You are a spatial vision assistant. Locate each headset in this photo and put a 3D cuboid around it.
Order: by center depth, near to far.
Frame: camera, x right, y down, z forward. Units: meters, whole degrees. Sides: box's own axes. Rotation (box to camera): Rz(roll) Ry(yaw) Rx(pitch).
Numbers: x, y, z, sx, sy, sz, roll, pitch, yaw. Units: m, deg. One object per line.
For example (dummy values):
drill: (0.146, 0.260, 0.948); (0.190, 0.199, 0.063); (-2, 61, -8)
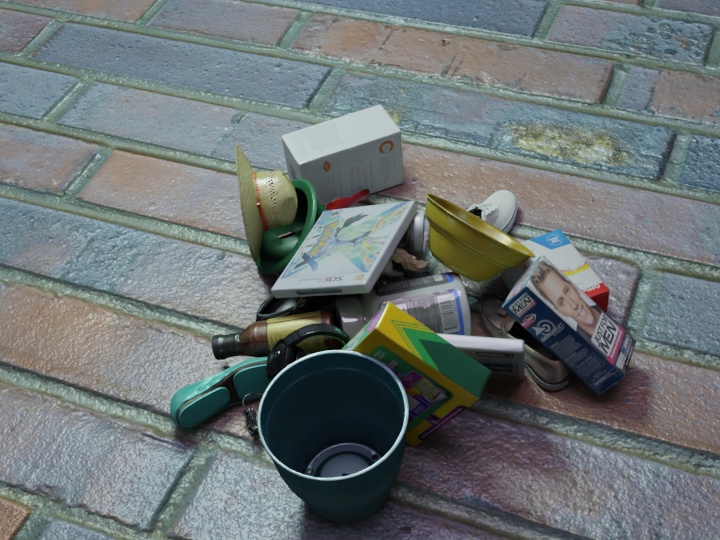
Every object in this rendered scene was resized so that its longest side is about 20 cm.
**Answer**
headset: (-0.094, 0.168, 1.597); (0.200, 0.124, 0.094); (-36, 30, 6)

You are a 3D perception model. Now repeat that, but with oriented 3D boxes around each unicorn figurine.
unicorn figurine: (0.000, 0.000, 1.706); (0.200, 0.137, 0.074); (-32, 59, 30)

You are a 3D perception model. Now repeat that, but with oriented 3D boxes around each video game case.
video game case: (0.143, 0.126, 1.572); (0.200, 0.182, 0.024); (4, 73, 10)
video game case: (-0.024, -0.034, 1.658); (0.182, 0.022, 0.200); (-4, 39, 35)

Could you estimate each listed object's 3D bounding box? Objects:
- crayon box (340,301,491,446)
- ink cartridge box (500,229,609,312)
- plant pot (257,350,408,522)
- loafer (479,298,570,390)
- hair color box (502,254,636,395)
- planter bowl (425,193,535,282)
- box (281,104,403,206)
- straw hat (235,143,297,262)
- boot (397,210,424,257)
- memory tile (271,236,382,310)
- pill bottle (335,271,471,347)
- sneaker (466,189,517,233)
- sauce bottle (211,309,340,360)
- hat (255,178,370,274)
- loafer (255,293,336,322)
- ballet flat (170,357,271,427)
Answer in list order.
crayon box: (0.059, 0.150, 1.495); (0.172, 0.200, 0.058); (35, 53, -5)
ink cartridge box: (0.322, 0.033, 1.717); (0.116, 0.067, 0.200); (-19, 47, -13)
plant pot: (-0.027, 0.245, 1.456); (0.200, 0.188, 0.200); (-4, 50, 5)
loafer: (0.259, 0.101, 1.660); (0.072, 0.063, 0.200); (-26, 49, -18)
hair color box: (0.316, 0.081, 1.593); (0.200, 0.061, 0.100); (42, 38, -3)
planter bowl: (0.170, -0.038, 1.682); (0.200, 0.200, 0.084); (37, 102, 34)
box: (-0.031, -0.205, 1.951); (0.200, 0.125, 0.098); (-19, 46, -13)
straw hat: (-0.149, -0.118, 1.765); (0.085, 0.201, 0.201); (-9, 45, 0)
boot: (0.054, -0.055, 1.755); (0.095, 0.200, 0.074); (4, 78, -1)
memory tile: (-0.068, -0.012, 1.841); (0.200, 0.017, 0.153); (31, 56, 32)
pill bottle: (0.066, 0.074, 1.673); (0.200, 0.114, 0.114); (-10, 45, -5)
sneaker: (0.215, -0.085, 1.844); (0.073, 0.071, 0.200); (22, 52, 25)
sauce bottle: (-0.133, 0.106, 1.665); (0.200, 0.066, 0.066); (-9, 44, 12)
hat: (-0.064, -0.059, 1.857); (0.200, 0.176, 0.166); (-59, 37, 10)
loafer: (-0.091, 0.033, 1.739); (0.068, 0.070, 0.201); (34, 64, 32)
ballet flat: (-0.206, 0.175, 1.639); (0.200, 0.067, 0.070); (-24, 34, -20)
